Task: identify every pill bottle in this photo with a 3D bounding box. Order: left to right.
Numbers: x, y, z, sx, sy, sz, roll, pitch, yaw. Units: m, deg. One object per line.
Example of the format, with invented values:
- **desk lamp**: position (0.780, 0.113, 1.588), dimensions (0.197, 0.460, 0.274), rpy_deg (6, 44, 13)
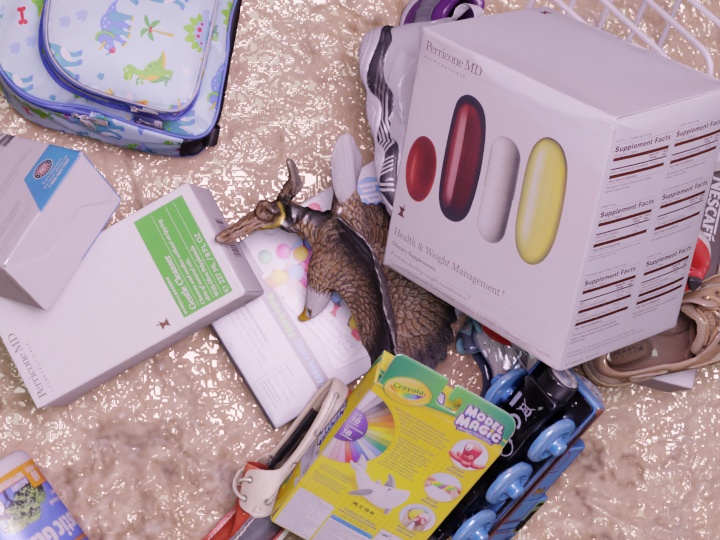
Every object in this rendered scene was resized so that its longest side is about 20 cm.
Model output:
- **pill bottle**: position (-0.264, 0.256, 1.368), dimensions (0.112, 0.112, 0.200), rpy_deg (-36, 90, -9)

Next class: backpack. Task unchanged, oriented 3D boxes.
- **backpack**: position (-0.206, -0.202, 1.404), dimensions (0.200, 0.147, 0.183), rpy_deg (10, 81, -3)

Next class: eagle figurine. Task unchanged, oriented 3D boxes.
- **eagle figurine**: position (-0.002, 0.004, 1.382), dimensions (0.200, 0.151, 0.152), rpy_deg (38, 66, 8)

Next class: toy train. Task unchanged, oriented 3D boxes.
- **toy train**: position (0.123, 0.153, 1.387), dimensions (0.087, 0.114, 0.200), rpy_deg (49, 115, 25)

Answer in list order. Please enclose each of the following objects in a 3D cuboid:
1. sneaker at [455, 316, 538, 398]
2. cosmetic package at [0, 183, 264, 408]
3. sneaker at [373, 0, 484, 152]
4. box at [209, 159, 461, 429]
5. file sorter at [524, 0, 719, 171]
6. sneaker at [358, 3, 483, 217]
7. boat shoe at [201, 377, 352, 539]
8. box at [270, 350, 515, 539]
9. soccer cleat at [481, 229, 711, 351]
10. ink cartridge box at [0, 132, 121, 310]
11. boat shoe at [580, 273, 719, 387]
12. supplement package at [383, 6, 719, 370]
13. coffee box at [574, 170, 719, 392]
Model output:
- **sneaker**: position (0.127, 0.044, 1.456), dimensions (0.086, 0.078, 0.200), rpy_deg (1, 84, -3)
- **cosmetic package**: position (-0.195, 0.022, 1.389), dimensions (0.200, 0.085, 0.108), rpy_deg (-30, 85, 6)
- **sneaker**: position (0.065, -0.156, 1.444), dimensions (0.074, 0.088, 0.200), rpy_deg (13, 74, -28)
- **box**: position (-0.030, 0.021, 1.456), dimensions (0.200, 0.041, 0.156), rpy_deg (-31, 89, -10)
- **file sorter**: position (0.234, -0.162, 1.400), dimensions (0.200, 0.125, 0.139), rpy_deg (-12, 47, -35)
- **sneaker**: position (0.071, -0.118, 1.369), dimensions (0.115, 0.075, 0.200), rpy_deg (-18, 79, 33)
- **boat shoe**: position (-0.070, 0.176, 1.407), dimensions (0.200, 0.071, 0.063), rpy_deg (-44, 113, 0)
- **box**: position (0.026, 0.148, 1.313), dimensions (0.117, 0.048, 0.200), rpy_deg (30, 125, -10)
- **soccer cleat**: position (0.195, 0.009, 1.395), dimensions (0.200, 0.085, 0.069), rpy_deg (-23, 113, 18)
- **ink cartridge box**: position (-0.307, -0.050, 1.377), dimensions (0.200, 0.067, 0.116), rpy_deg (15, 65, 38)
- **boat shoe**: position (0.283, 0.050, 1.398), dimensions (0.200, 0.065, 0.071), rpy_deg (-23, 89, -9)
- **supplement package**: position (0.143, -0.068, 1.260), dimensions (0.147, 0.191, 0.200), rpy_deg (-17, 126, -42)
- **coffee box**: position (0.250, -0.004, 1.472), dimensions (0.113, 0.080, 0.200), rpy_deg (15, 83, -5)
